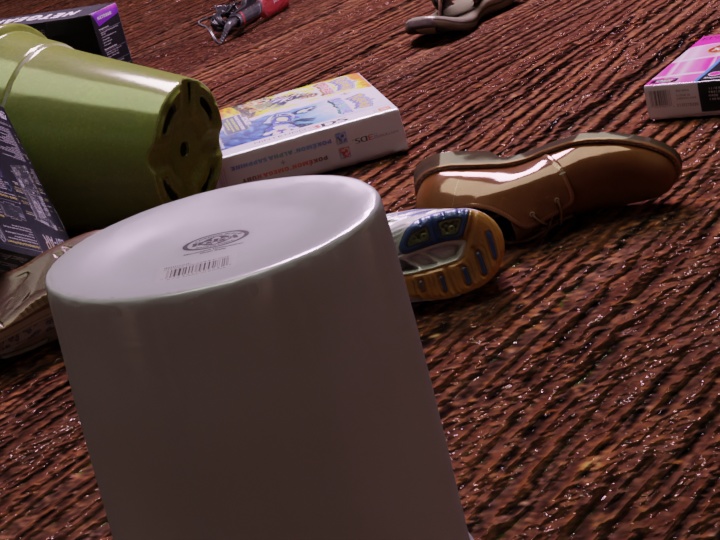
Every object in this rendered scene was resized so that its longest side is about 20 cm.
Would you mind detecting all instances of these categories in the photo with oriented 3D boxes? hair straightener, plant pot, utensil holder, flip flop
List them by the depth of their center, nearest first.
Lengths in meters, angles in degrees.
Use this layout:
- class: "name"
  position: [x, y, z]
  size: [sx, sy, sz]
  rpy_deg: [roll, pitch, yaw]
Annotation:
- class: "utensil holder"
  position: [-0.044, 0.075, 0.853]
  size: [0.170, 0.200, 0.170]
  rpy_deg: [-12, 17, 4]
- class: "plant pot"
  position: [-0.228, -0.113, 1.605]
  size: [0.190, 0.201, 0.200]
  rpy_deg: [5, 24, 24]
- class: "flip flop"
  position: [0.117, -0.317, 2.150]
  size: [0.081, 0.058, 0.200]
  rpy_deg: [1, 23, 39]
- class: "hair straightener"
  position: [-0.166, -0.342, 2.485]
  size: [0.077, 0.041, 0.200]
  rpy_deg: [-6, 24, 24]

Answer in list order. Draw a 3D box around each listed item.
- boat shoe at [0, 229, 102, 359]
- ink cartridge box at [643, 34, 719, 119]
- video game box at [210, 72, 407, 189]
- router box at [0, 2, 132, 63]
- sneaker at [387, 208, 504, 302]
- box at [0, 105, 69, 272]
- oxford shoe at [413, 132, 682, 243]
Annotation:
- class: "boat shoe"
  position: [-0.255, 0.037, 1.372]
  size: [0.200, 0.063, 0.073]
  rpy_deg: [-22, 45, -16]
- class: "ink cartridge box"
  position: [0.330, -0.180, 1.620]
  size: [0.095, 0.037, 0.200]
  rpy_deg: [-2, 19, 32]
- class: "video game box"
  position: [-0.064, -0.129, 1.739]
  size: [0.182, 0.047, 0.200]
  rpy_deg: [-14, 18, -8]
- class: "router box"
  position: [-0.335, -0.202, 1.991]
  size: [0.200, 0.150, 0.051]
  rpy_deg: [-2, 22, 31]
- class: "sneaker"
  position: [0.000, 0.000, 1.282]
  size: [0.199, 0.075, 0.088]
  rpy_deg: [-7, 6, -1]
- class: "box"
  position: [-0.304, -0.069, 1.433]
  size: [0.043, 0.160, 0.200]
  rpy_deg: [-30, -11, 10]
- class: "oxford shoe"
  position: [0.138, -0.052, 1.352]
  size: [0.199, 0.071, 0.071]
  rpy_deg: [-9, 47, 12]
